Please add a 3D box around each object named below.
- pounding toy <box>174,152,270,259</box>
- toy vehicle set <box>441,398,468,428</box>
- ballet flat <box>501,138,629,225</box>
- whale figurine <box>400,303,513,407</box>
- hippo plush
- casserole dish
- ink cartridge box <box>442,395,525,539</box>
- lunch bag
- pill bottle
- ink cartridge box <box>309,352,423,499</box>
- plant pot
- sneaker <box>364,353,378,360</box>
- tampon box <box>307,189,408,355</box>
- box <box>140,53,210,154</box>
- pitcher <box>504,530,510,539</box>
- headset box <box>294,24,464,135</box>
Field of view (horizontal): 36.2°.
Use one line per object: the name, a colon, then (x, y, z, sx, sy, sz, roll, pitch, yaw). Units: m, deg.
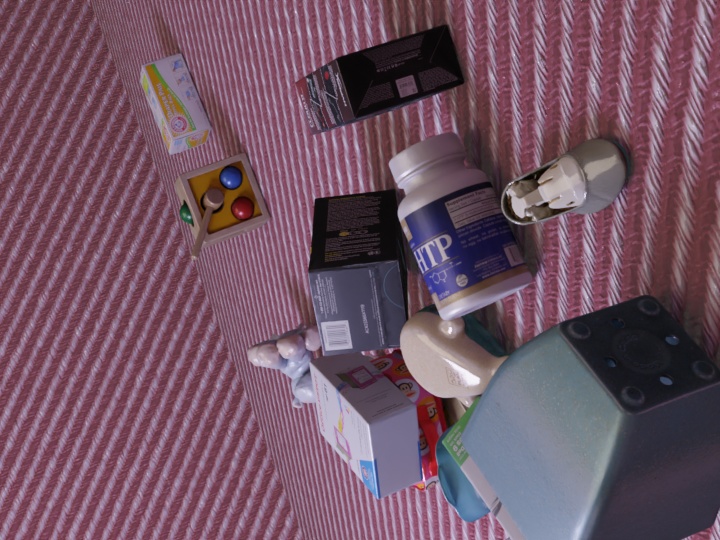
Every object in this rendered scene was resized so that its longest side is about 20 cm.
pounding toy: (-0.309, -0.132, 2.369, 0.185, 0.199, 0.142, 68, 163, 1)
toy vehicle set: (0.137, 0.218, 1.706, 0.125, 0.026, 0.200, 60, 161, 27)
ballet flat: (0.198, -0.080, 1.108, 0.068, 0.063, 0.200, 68, 163, 1)
whale figurine: (0.149, 0.110, 1.467, 0.199, 0.104, 0.160, 14, 132, 40)
hippo plush: (-0.142, 0.213, 2.331, 0.162, 0.158, 0.200, 71, 162, -4)
casserole dish: (0.169, 0.246, 1.439, 0.039, 0.200, 0.122, -22, 90, 38)
ink cartridge box: (0.210, 0.255, 1.309, 0.145, 0.084, 0.200, 22, -157, -43)
lunch bag: (0.080, 0.236, 1.714, 0.176, 0.081, 0.201, 33, 140, 62)
pill bottle: (0.112, -0.054, 1.309, 0.201, 0.119, 0.120, 67, 163, 7)
ink cartridge box: (0.006, 0.225, 1.670, 0.200, 0.084, 0.145, 41, 144, 54)
plant pot: (0.239, 0.141, 1.048, 0.196, 0.195, 0.201, 56, 151, 37)
sneaker: (0.038, 0.237, 1.937, 0.201, 0.082, 0.075, 61, 161, 25)
tampon box: (0.000, 0.000, 1.581, 0.200, 0.125, 0.151, -88, -9, -58)
box: (-0.442, -0.396, 2.633, 0.201, 0.101, 0.112, 67, 163, 5)
pitcher: (0.229, 0.404, 1.522, 0.200, 0.120, 0.173, 81, 177, -67)
headset box: (0.015, -0.228, 1.350, 0.076, 0.148, 0.200, 72, 163, -6)
